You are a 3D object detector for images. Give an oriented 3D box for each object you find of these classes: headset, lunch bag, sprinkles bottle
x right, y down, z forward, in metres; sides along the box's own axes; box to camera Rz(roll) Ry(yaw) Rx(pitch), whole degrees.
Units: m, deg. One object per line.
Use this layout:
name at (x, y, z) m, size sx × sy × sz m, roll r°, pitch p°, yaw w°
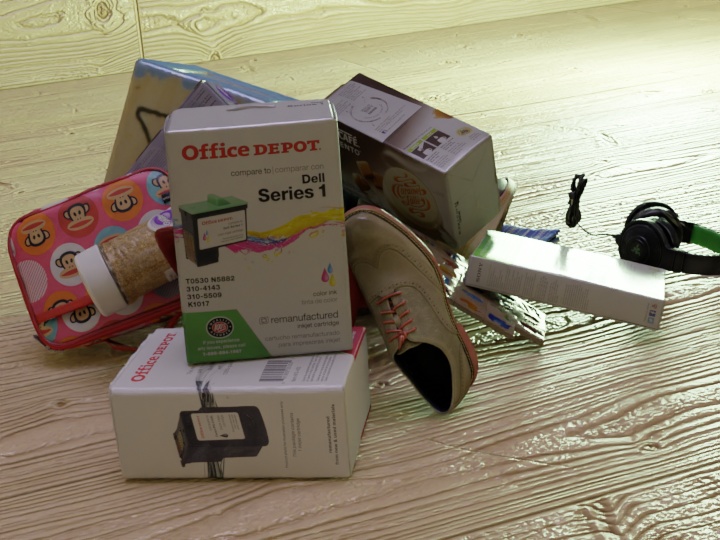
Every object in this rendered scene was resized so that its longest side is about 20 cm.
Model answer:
headset at (0.331, -0.049, 1.558) m, size 0.198 × 0.095 × 0.124 m, roll 12°, pitch 21°, yaw 14°
lunch bag at (-0.256, 0.002, 1.438) m, size 0.198 × 0.178 × 0.082 m, roll -20°, pitch -6°, yaw 3°
sprinkles bottle at (-0.182, -0.029, 1.362) m, size 0.199 × 0.069 × 0.068 m, roll -28°, pitch 21°, yaw -7°

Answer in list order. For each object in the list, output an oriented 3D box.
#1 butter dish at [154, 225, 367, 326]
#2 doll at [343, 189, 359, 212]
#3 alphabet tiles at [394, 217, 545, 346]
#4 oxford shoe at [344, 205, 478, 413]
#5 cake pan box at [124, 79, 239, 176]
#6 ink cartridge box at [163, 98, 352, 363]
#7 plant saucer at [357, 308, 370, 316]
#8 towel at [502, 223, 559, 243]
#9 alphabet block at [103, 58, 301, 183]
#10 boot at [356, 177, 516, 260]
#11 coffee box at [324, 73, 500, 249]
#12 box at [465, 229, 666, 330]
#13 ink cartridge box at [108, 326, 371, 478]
butter dish at (-0.084, 0.047, 1.303) m, size 0.197 × 0.149 × 0.200 m, roll -2°, pitch -25°, yaw 10°
doll at (-0.038, -0.078, 1.610) m, size 0.048 × 0.137 × 0.200 m, roll -25°, pitch 12°, yaw 37°
alphabet tiles at (0.100, 0.011, 1.389) m, size 0.199 × 0.008 × 0.167 m, roll 30°, pitch 17°, yaw 0°
oxford shoe at (0.042, 0.035, 1.211) m, size 0.070 × 0.201 × 0.075 m, roll -29°, pitch 13°, yaw 23°
cake pan box at (-0.162, -0.071, 1.490) m, size 0.184 × 0.200 × 0.052 m, roll 43°, pitch 14°, yaw 9°
ink cartridge box at (-0.085, -0.034, 1.156) m, size 0.143 × 0.202 × 0.084 m, roll -5°, pitch 16°, yaw -3°
plant saucer at (-0.023, 0.015, 1.554) m, size 0.198 × 0.032 × 0.200 m, roll -5°, pitch 17°, yaw 2°
towel at (0.129, -0.039, 1.698) m, size 0.199 × 0.024 × 0.144 m, roll 10°, pitch 23°, yaw 38°
alphabet block at (-0.173, -0.123, 1.614) m, size 0.194 × 0.202 × 0.196 m, roll 20°, pitch 10°, yaw 13°
boot at (0.092, -0.082, 1.636) m, size 0.165 × 0.073 × 0.200 m, roll 23°, pitch 34°, yaw 8°
coffee box at (0.051, -0.123, 1.510) m, size 0.199 × 0.115 × 0.080 m, roll 30°, pitch 58°, yaw 34°
box at (0.215, 0.007, 1.418) m, size 0.198 × 0.037 × 0.144 m, roll 15°, pitch 15°, yaw 10°
ink cartridge box at (-0.098, 0.111, 1.178) m, size 0.198 × 0.085 × 0.145 m, roll -1°, pitch 18°, yaw 8°
